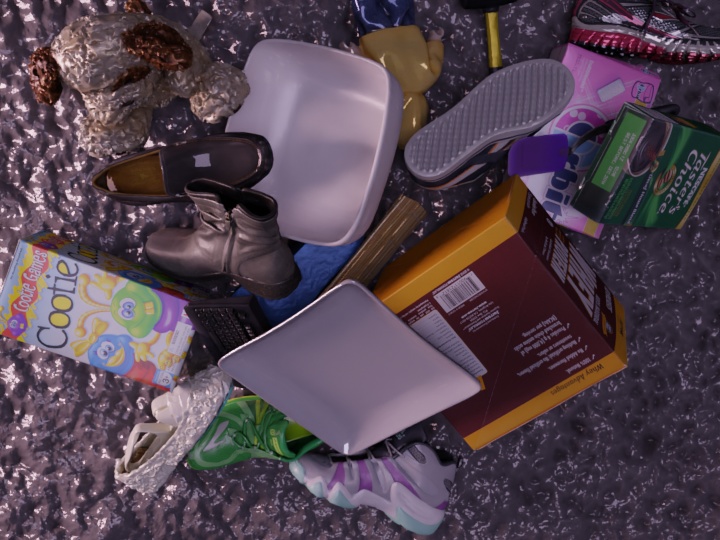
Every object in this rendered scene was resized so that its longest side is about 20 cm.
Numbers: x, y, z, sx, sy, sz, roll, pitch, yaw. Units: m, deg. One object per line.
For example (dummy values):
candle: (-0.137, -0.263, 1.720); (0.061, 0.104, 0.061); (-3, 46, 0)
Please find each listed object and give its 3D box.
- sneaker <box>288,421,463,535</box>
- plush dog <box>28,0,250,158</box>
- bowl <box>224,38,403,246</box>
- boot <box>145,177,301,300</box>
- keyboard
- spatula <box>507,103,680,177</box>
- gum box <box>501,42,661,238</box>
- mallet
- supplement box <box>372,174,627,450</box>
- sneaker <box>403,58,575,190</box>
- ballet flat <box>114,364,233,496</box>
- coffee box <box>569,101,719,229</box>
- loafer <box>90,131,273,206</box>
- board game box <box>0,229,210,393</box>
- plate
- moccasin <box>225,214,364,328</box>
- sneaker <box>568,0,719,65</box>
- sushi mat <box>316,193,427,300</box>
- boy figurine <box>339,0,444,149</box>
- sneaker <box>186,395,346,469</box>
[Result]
sneaker: (0.026, 0.212, 1.072); (0.200, 0.078, 0.140); (23, 95, -18)
plush dog: (-0.233, -0.212, 0.921); (0.200, 0.172, 0.161); (-15, 91, 13)
bowl: (-0.046, -0.132, 0.975); (0.199, 0.075, 0.201); (20, 98, 31)
boot: (-0.155, -0.048, 0.956); (0.200, 0.068, 0.131); (12, 140, 26)
keyboard: (-0.103, 0.083, 0.988); (0.127, 0.200, 0.021); (-6, 58, 7)
spatula: (0.253, -0.146, 0.984); (0.200, 0.021, 0.057); (-20, 140, -8)
gum box: (0.245, -0.150, 1.035); (0.113, 0.066, 0.200); (19, 96, -7)
mallet: (0.142, -0.236, 1.030); (0.066, 0.041, 0.201); (-1, 103, -6)
supplement box: (0.147, 0.046, 0.990); (0.197, 0.133, 0.200); (-36, 102, 25)
sneaker: (0.137, -0.156, 0.993); (0.200, 0.079, 0.079); (-29, 75, 0)
ballet flat: (-0.213, 0.177, 1.014); (0.072, 0.072, 0.200); (33, 113, -9)
coffee box: (0.318, -0.108, 0.987); (0.200, 0.044, 0.123); (1, 120, -48)
loafer: (-0.189, -0.102, 0.966); (0.200, 0.072, 0.073); (-12, 94, 20)
board game box: (-0.278, 0.041, 0.998); (0.200, 0.105, 0.103); (20, 96, -9)
plate: (-0.010, 0.100, 0.942); (0.199, 0.032, 0.200); (-33, 121, 31)
moccasin: (-0.074, 0.014, 1.032); (0.200, 0.068, 0.081); (-36, 98, -3)
sneaker: (0.336, -0.272, 1.018); (0.199, 0.081, 0.075); (7, 96, -6)
sushi mat: (0.000, 0.000, 1.027); (0.012, 0.096, 0.200); (41, 94, 22)
boy figurine: (0.040, -0.234, 1.005); (0.124, 0.064, 0.201); (-20, 103, -21)
sneaker: (-0.106, 0.180, 1.046); (0.200, 0.084, 0.074); (-17, 100, -2)
